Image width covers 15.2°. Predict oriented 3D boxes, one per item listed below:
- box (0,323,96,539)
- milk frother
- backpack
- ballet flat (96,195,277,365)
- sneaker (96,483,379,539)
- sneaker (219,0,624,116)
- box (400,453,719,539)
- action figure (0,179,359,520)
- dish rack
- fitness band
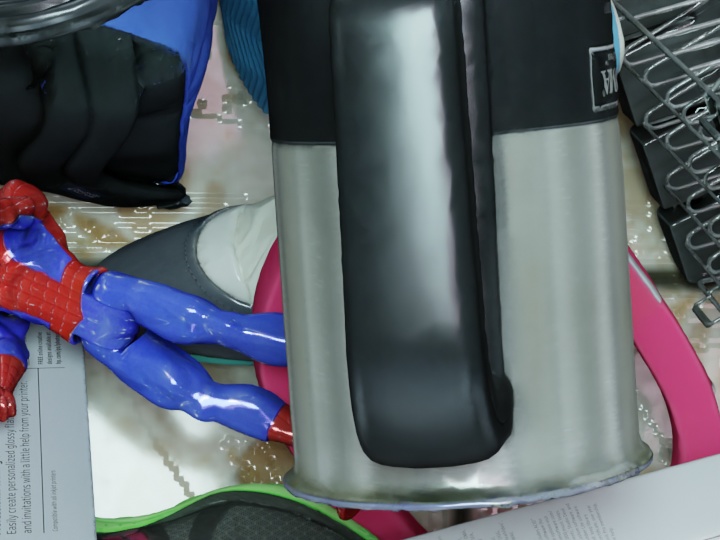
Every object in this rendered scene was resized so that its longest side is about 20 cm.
[{"bbox_3d":[-0.193,0.072,0.942,0.199,0.156,0.041,-4,120,-5],"label":"box"},{"bbox_3d":[-0.024,-0.025,0.822,0.199,0.180,0.189,-1,97,26],"label":"milk frother"},{"bbox_3d":[-0.131,-0.119,0.951,0.162,0.200,0.169,3,81,-5],"label":"backpack"},{"bbox_3d":[0.000,0.000,1.010,0.199,0.073,0.073,8,80,-7],"label":"ballet flat"},{"bbox_3d":[-0.084,0.124,0.969,0.199,0.084,0.077,-1,124,1],"label":"sneaker"},{"bbox_3d":[0.013,-0.091,0.986,0.081,0.200,0.077,-19,119,-28],"label":"sneaker"},{"bbox_3d":[0.060,0.131,0.961,0.199,0.145,0.036,-14,58,-7],"label":"box"},{"bbox_3d":[-0.091,0.025,0.921,0.200,0.099,0.065,26,115,19],"label":"action figure"},{"bbox_3d":[0.140,-0.029,0.952,0.054,0.200,0.154,-24,117,-2],"label":"dish rack"},{"bbox_3d":[0.047,0.044,0.984,0.143,0.037,0.200,-33,113,7],"label":"fitness band"}]
